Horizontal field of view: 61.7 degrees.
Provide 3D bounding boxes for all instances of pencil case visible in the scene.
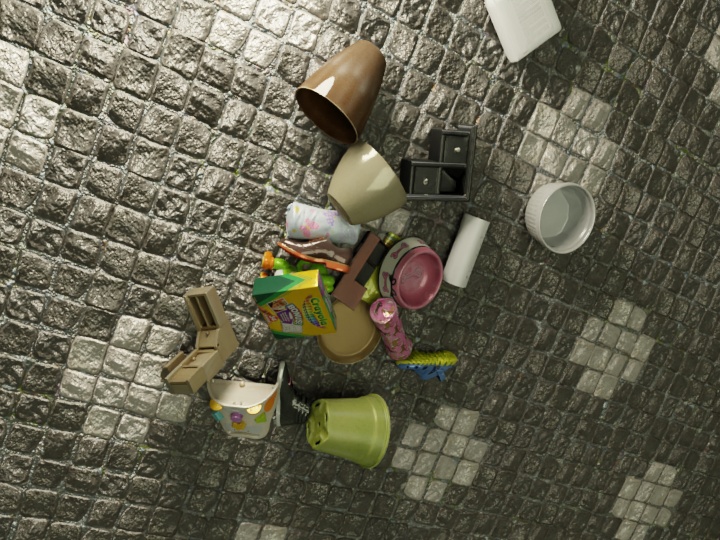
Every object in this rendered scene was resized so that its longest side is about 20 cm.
[{"bbox_3d":[0.087,0.163,1.675,0.083,0.086,0.202,-44,139,-18],"label":"pencil case"},{"bbox_3d":[-0.096,-0.121,1.560,0.194,0.083,0.093,4,103,-20],"label":"pencil case"}]

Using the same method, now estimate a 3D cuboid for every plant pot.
[{"bbox_3d":[-0.045,0.433,1.663,0.180,0.200,0.205,15,101,-29],"label":"plant pot"},{"bbox_3d":[-0.032,0.163,1.697,0.194,0.027,0.206,-5,107,-17],"label":"plant pot"},{"bbox_3d":[-0.028,-0.446,1.452,0.186,0.186,0.202,40,77,-24],"label":"plant pot"}]

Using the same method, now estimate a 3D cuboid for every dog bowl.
[{"bbox_3d":[0.145,0.015,1.662,0.196,0.073,0.206,-15,117,-31],"label":"dog bowl"}]

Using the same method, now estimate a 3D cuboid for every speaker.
[{"bbox_3d":[0.298,-0.058,1.717,0.079,0.081,0.205,15,101,-22],"label":"speaker"}]

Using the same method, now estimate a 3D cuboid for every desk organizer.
[{"bbox_3d":[0.000,0.000,1.615,0.076,0.072,0.203,33,88,-9],"label":"desk organizer"}]

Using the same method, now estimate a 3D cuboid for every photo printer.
[{"bbox_3d":[0.423,-0.682,1.583,0.165,0.069,0.202,-36,113,-6],"label":"photo printer"}]

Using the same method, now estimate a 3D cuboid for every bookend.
[{"bbox_3d":[0.198,-0.292,1.607,0.193,0.092,0.206,0,105,-19],"label":"bookend"}]

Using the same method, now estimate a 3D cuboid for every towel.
[{"bbox_3d":[0.065,-0.001,1.674,0.085,0.018,0.203,30,87,-18],"label":"towel"}]

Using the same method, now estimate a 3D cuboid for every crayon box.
[{"bbox_3d":[-0.163,0.092,1.533,0.167,0.059,0.202,-7,140,10],"label":"crayon box"}]

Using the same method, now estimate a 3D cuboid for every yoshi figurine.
[{"bbox_3d":[-0.164,0.012,1.585,0.194,0.113,0.115,12,62,-7],"label":"yoshi figurine"}]

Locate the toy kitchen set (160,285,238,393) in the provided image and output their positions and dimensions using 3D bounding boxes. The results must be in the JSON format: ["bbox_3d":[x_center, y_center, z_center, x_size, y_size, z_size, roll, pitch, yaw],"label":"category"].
[{"bbox_3d":[-0.443,0.174,1.492,0.159,0.200,0.185,-7,114,27],"label":"toy kitchen set"}]

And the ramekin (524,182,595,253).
[{"bbox_3d":[0.578,-0.162,1.771,0.194,0.105,0.206,-6,108,-18],"label":"ramekin"}]

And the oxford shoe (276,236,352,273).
[{"bbox_3d":[-0.114,-0.054,1.531,0.195,0.071,0.075,18,87,-11],"label":"oxford shoe"}]

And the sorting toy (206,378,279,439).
[{"bbox_3d":[-0.316,0.385,1.610,0.194,0.108,0.183,5,131,3],"label":"sorting toy"}]

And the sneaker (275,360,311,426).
[{"bbox_3d":[-0.183,0.339,1.661,0.096,0.071,0.206,2,112,-2],"label":"sneaker"}]

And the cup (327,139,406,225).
[{"bbox_3d":[-0.001,-0.199,1.501,0.143,0.200,0.202,-40,114,-7],"label":"cup"}]

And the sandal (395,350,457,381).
[{"bbox_3d":[0.193,0.287,1.786,0.194,0.080,0.089,6,108,-19],"label":"sandal"}]
